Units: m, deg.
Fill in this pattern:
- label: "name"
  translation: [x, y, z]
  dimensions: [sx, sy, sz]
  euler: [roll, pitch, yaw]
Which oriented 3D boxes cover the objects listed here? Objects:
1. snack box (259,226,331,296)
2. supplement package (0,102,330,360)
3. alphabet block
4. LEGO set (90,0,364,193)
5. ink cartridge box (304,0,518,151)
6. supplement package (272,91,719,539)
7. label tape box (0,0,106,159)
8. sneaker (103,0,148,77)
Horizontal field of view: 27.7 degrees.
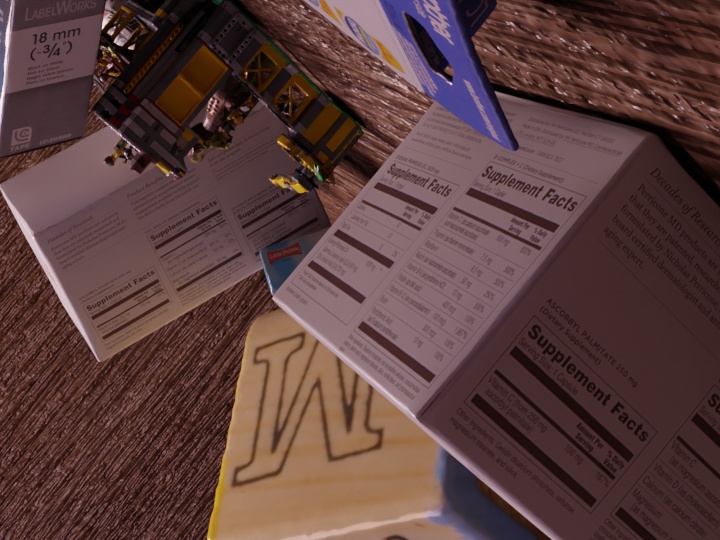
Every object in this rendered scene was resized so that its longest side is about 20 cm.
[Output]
- label: "snack box"
  translation: [0.000, 0.000, 1.097]
  dimensions: [0.200, 0.115, 0.037]
  euler: [54, -162, -79]
- label: "supplement package"
  translation: [-0.152, -0.050, 1.116]
  dimensions: [0.156, 0.199, 0.112]
  euler: [36, 153, 62]
- label: "alphabet block"
  translation: [0.039, 0.133, 1.010]
  dimensions: [0.199, 0.198, 0.195]
  euler: [-17, 136, 33]
- label: "LEGO set"
  translation: [-0.104, -0.097, 0.905]
  dimensions: [0.154, 0.116, 0.200]
  euler: [42, 177, -43]
- label: "ink cartridge box"
  translation: [-0.032, -0.117, 0.379]
  dimensions: [0.200, 0.042, 0.119]
  euler: [43, 178, 19]
- label: "supplement package"
  translation: [0.092, 0.045, 0.522]
  dimensions: [0.200, 0.111, 0.156]
  euler: [42, 176, -23]
- label: "label tape box"
  translation: [-0.198, -0.186, 0.814]
  dimensions: [0.145, 0.063, 0.201]
  euler: [52, 142, 29]
- label: "sneaker"
  translation: [-0.161, -0.176, 1.089]
  dimensions: [0.082, 0.078, 0.200]
  euler: [55, 173, -6]
